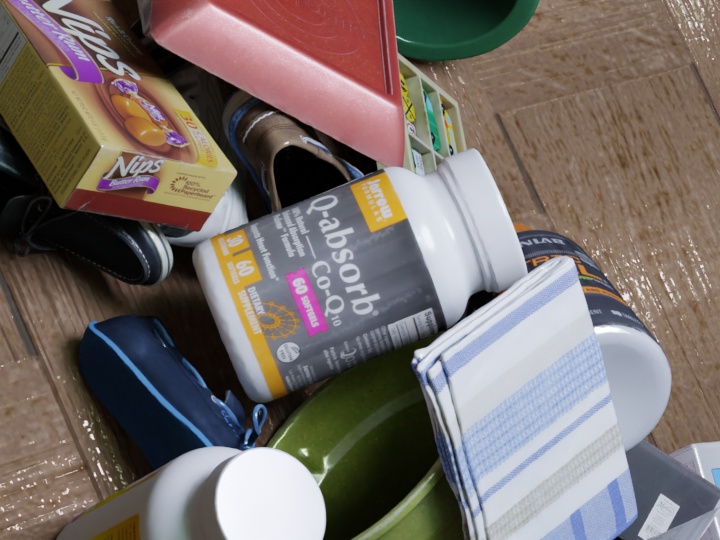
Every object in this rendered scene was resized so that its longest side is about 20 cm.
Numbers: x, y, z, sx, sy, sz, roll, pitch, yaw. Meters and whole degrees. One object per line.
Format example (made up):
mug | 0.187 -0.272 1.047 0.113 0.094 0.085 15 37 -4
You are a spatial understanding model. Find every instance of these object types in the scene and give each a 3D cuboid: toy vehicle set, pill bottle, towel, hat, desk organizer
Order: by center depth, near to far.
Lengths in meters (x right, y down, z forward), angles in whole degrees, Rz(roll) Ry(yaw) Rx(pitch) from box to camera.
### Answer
pill bottle | -0.102 0.167 1.364 0.104 0.200 0.104 13 64 -29
towel | 0.105 0.106 1.424 0.147 0.024 0.200 -35 119 -35
pill bottle | 0.000 0.000 1.497 0.200 0.116 0.117 -23 80 -2
pill bottle | 0.128 0.040 1.563 0.106 0.106 0.200 25 16 -26
desk organizer | 0.170 0.146 1.678 0.200 0.077 0.072 33 83 -40
toy vehicle set | 0.052 -0.052 1.684 0.124 0.026 0.200 30 46 -59
hat | 0.064 -0.275 1.776 0.165 0.200 0.176 11 49 -2

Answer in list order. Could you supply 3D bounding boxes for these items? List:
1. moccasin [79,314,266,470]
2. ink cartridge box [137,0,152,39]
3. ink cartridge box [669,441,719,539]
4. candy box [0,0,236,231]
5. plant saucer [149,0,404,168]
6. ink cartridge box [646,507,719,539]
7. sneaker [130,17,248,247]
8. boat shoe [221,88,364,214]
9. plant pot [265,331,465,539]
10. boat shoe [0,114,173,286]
moccasin | -0.099 0.097 1.462 0.068 0.080 0.200 -21 65 -39
ink cartridge box | -0.066 -0.168 1.602 0.200 0.037 0.095 19 35 -29
ink cartridge box | 0.335 0.230 1.789 0.176 0.045 0.200 -1 69 -37
candy box | -0.178 -0.113 1.486 0.117 0.056 0.200 10 35 -45
plant saucer | -0.048 -0.178 1.569 0.199 0.037 0.200 27 32 -22
ink cartridge box | 0.159 0.252 1.530 0.047 0.200 0.160 47 47 -5
sneaker | -0.121 -0.095 1.589 0.081 0.075 0.200 34 38 -54
boat shoe | -0.031 -0.044 1.577 0.200 0.072 0.072 48 9 -46
plant pot | 0.052 0.174 1.513 0.184 0.200 0.200 47 46 -24
boat shoe | -0.212 -0.045 1.481 0.200 0.075 0.062 36 52 -11
